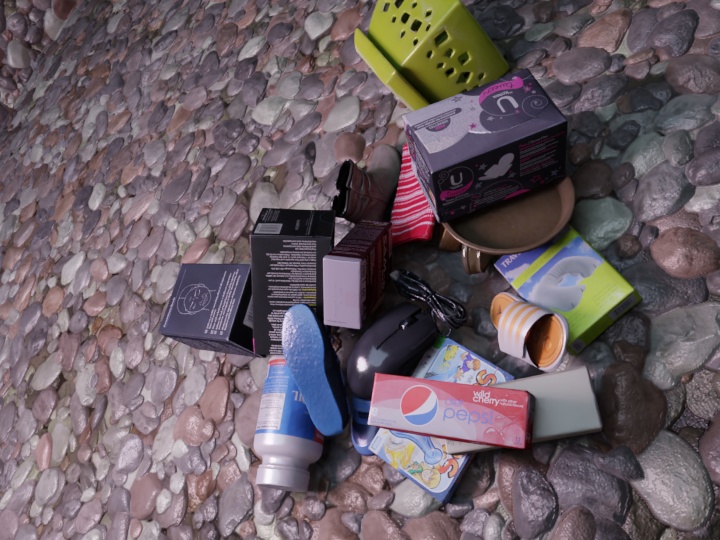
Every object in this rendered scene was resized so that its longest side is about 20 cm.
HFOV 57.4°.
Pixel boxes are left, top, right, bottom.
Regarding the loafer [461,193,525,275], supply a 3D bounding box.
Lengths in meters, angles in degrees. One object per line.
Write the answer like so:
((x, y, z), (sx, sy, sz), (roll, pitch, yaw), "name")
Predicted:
((0.221, -0.077, 1.008), (0.067, 0.076, 0.201), (23, 75, 33), "loafer")

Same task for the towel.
((0.096, -0.139, 1.113), (0.144, 0.022, 0.202), (-9, 67, 64), "towel")

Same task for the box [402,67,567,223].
((0.176, -0.181, 0.944), (0.198, 0.115, 0.133), (-20, 53, -1), "box")

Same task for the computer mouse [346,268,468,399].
((0.048, 0.096, 0.964), (0.138, 0.053, 0.200), (36, 82, 29), "computer mouse")

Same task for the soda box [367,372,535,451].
((0.114, 0.177, 0.825), (0.198, 0.063, 0.071), (3, 74, 22), "soda box")

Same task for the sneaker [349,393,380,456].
((0.018, 0.183, 1.018), (0.073, 0.082, 0.202), (1, 69, 34), "sneaker")

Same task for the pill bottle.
((-0.110, 0.245, 1.056), (0.111, 0.112, 0.202), (-8, 63, 32), "pill bottle")

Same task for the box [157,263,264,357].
((-0.267, 0.074, 1.262), (0.199, 0.107, 0.150), (2, 68, 35), "box")

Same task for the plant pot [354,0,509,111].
((0.114, -0.398, 1.187), (0.181, 0.198, 0.201), (-44, 49, 16), "plant pot")

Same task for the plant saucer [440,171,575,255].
((0.212, -0.100, 0.967), (0.198, 0.030, 0.202), (-6, 54, 8), "plant saucer")

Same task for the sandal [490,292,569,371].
((0.209, 0.078, 0.897), (0.207, 0.059, 0.080), (-143, 62, -72), "sandal")

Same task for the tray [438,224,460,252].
((0.157, -0.143, 1.080), (0.037, 0.099, 0.202), (5, 66, -1), "tray")

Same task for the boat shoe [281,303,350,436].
((-0.069, 0.149, 1.004), (0.083, 0.069, 0.202), (-12, 90, 19), "boat shoe")

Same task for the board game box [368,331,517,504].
((0.118, 0.209, 0.947), (0.135, 0.034, 0.201), (28, 84, 29), "board game box")

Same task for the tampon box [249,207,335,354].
((-0.107, 0.016, 1.072), (0.125, 0.202, 0.150), (2, 21, -1), "tampon box")

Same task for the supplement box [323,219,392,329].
((0.000, 0.000, 1.035), (0.060, 0.200, 0.110), (6, 112, 14), "supplement box")

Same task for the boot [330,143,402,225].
((0.012, -0.164, 1.172), (0.067, 0.130, 0.202), (-3, 65, 33), "boot")

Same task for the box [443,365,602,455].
((0.206, 0.186, 0.860), (0.198, 0.068, 0.083), (-13, 69, 16), "box")

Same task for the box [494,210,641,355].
((0.285, 0.007, 0.943), (0.122, 0.048, 0.201), (-43, 49, 11), "box")
